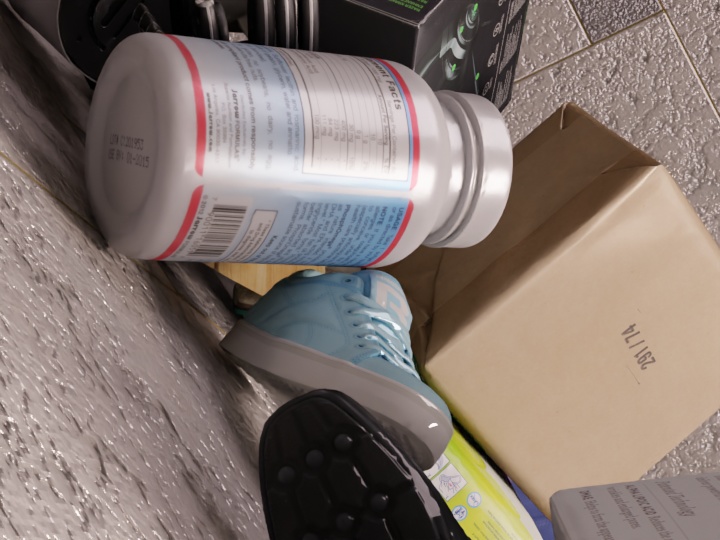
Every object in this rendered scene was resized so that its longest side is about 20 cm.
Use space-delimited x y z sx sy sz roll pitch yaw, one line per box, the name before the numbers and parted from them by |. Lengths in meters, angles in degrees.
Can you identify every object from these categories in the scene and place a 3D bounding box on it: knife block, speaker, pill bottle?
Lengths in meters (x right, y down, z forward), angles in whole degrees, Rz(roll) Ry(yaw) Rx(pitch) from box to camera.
knife block | -0.050 -0.085 0.882 0.200 0.176 0.064 31 18 -42
speaker | -0.160 -0.165 0.945 0.081 0.081 0.200 51 -5 -27
pill bottle | -0.028 -0.056 0.797 0.200 0.109 0.109 3 34 -31

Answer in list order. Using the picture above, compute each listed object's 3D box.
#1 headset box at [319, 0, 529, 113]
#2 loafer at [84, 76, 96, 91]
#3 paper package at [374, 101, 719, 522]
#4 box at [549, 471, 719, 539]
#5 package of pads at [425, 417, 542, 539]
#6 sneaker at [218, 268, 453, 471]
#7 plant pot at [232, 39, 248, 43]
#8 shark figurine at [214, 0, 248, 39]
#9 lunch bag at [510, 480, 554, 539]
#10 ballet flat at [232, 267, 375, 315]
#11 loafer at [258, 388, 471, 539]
headset box | 0.026 -0.135 0.976 0.093 0.200 0.174 23 -43 17
loafer | -0.160 -0.141 1.136 0.071 0.073 0.200 41 -2 13
paper package | 0.133 0.032 0.983 0.200 0.191 0.103 49 -1 -38
box | 0.152 0.188 0.583 0.200 0.131 0.199 -69 153 -86
package of pads | 0.039 0.124 0.971 0.155 0.068 0.200 50 4 -13
sneaker | -0.005 0.034 0.777 0.074 0.082 0.200 41 -10 -29
plant pot | -0.063 -0.087 1.112 0.187 0.187 0.200 53 19 21
shark figurine | -0.094 -0.188 1.025 0.128 0.090 0.214 14 17 23
lunch bag | 0.106 0.138 1.186 0.200 0.132 0.136 49 5 -43
ballet flat | 0.000 0.000 1.029 0.200 0.062 0.067 2 7 -40
loafer | 0.024 0.136 0.601 0.201 0.068 0.070 60 7 3
